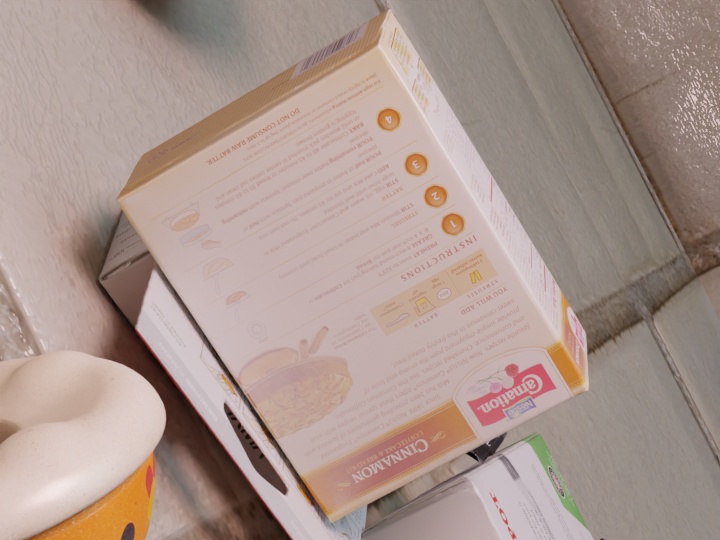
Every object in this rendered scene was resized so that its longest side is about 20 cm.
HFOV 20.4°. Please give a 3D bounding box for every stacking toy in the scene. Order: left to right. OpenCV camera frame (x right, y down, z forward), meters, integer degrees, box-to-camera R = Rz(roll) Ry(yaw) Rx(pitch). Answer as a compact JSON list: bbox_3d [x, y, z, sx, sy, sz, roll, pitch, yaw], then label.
[{"bbox_3d":[-0.116,0.141,0.685,0.146,0.145,0.202,-69,146,-68],"label":"stacking toy"}]

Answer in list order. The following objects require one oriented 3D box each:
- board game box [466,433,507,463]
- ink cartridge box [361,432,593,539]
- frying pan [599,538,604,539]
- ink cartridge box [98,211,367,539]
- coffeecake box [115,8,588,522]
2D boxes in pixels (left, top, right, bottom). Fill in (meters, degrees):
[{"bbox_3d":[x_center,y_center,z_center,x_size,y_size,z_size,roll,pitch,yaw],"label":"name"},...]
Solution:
[{"bbox_3d":[-0.010,0.030,1.157,0.135,0.028,0.200,26,-16,46],"label":"board game box"},{"bbox_3d":[0.088,0.192,1.226,0.147,0.084,0.200,64,17,6],"label":"ink cartridge box"},{"bbox_3d":[0.190,0.282,1.484,0.115,0.031,0.191,32,31,-60],"label":"frying pan"},{"bbox_3d":[-0.064,0.070,1.036,0.201,0.043,0.174,56,19,-21],"label":"ink cartridge box"},{"bbox_3d":[0.000,0.000,0.994,0.201,0.153,0.073,57,16,-15],"label":"coffeecake box"}]
